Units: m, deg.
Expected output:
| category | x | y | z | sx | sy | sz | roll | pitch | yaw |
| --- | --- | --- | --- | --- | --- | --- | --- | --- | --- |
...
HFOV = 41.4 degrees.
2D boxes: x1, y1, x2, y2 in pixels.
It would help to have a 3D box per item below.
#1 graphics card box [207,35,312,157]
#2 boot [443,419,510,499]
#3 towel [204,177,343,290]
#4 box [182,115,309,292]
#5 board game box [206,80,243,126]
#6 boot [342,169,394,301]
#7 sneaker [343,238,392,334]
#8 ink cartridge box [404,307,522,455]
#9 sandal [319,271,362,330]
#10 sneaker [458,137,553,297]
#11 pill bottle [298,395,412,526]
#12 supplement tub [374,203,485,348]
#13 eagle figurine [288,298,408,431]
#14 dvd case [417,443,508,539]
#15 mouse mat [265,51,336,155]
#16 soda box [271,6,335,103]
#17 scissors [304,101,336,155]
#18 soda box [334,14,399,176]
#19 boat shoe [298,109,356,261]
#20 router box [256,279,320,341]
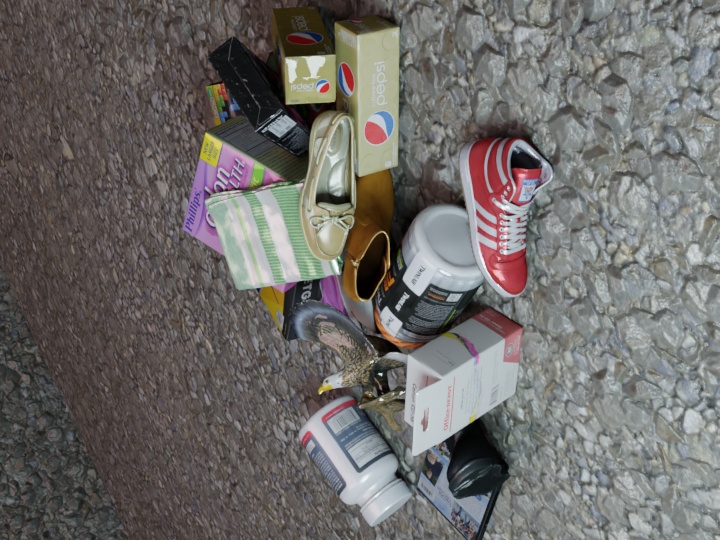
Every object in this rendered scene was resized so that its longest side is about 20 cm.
| category | x | y | z | sx | sy | sz | roll | pitch | yaw |
| --- | --- | --- | --- | --- | --- | --- | --- | --- | --- |
| graphics card box | -0.128 | -0.234 | 1.313 | 0.126 | 0.051 | 0.200 | 57 | -170 | 10 |
| boot | 0.129 | 0.229 | 1.337 | 0.169 | 0.076 | 0.200 | 56 | -171 | 22 |
| towel | -0.125 | -0.051 | 1.376 | 0.197 | 0.023 | 0.155 | -8 | 109 | 32 |
| box | -0.150 | -0.101 | 1.440 | 0.198 | 0.097 | 0.178 | 32 | 125 | 14 |
| board game box | -0.148 | -0.209 | 1.515 | 0.163 | 0.056 | 0.203 | -1 | 110 | 39 |
| boot | 0.020 | -0.057 | 1.308 | 0.144 | 0.070 | 0.205 | -177 | 99 | -80 |
| sneaker | 0.000 | 0.000 | 1.458 | 0.084 | 0.072 | 0.203 | 27 | 132 | 40 |
| ink cartridge box | 0.123 | 0.146 | 1.265 | 0.067 | 0.198 | 0.118 | 32 | 134 | 38 |
| sandal | -0.044 | 0.078 | 1.588 | 0.082 | 0.049 | 0.206 | -5 | 104 | 55 |
| sneaker | 0.187 | -0.065 | 1.161 | 0.112 | 0.071 | 0.203 | -3 | 105 | 58 |
| pill bottle | -0.006 | 0.327 | 1.629 | 0.201 | 0.119 | 0.120 | 52 | 144 | 19 |
| supplement tub | 0.094 | 0.015 | 1.294 | 0.123 | 0.122 | 0.201 | 52 | 144 | 19 |
| eagle figurine | -0.008 | 0.127 | 1.410 | 0.153 | 0.149 | 0.201 | 104 | 148 | -46 |
| dvd case | 0.156 | 0.325 | 1.494 | 0.142 | 0.017 | 0.202 | 41 | 139 | 32 |
| mouse mat | -0.082 | -0.213 | 1.427 | 0.199 | 0.008 | 0.162 | 36 | 126 | 15 |
| soda box | -0.080 | -0.296 | 1.298 | 0.201 | 0.067 | 0.065 | -107 | 15 | -56 |
| scissors | -0.077 | -0.205 | 1.417 | 0.073 | 0.014 | 0.200 | 49 | 129 | 1 |
| soda box | 0.009 | -0.237 | 1.296 | 0.064 | 0.067 | 0.203 | 42 | 141 | 47 |
| boat shoe | -0.037 | -0.110 | 1.276 | 0.063 | 0.072 | 0.204 | -150 | 65 | -67 |
| router box | -0.124 | -0.005 | 1.621 | 0.150 | 0.050 | 0.202 | 54 | 146 | 38 |
